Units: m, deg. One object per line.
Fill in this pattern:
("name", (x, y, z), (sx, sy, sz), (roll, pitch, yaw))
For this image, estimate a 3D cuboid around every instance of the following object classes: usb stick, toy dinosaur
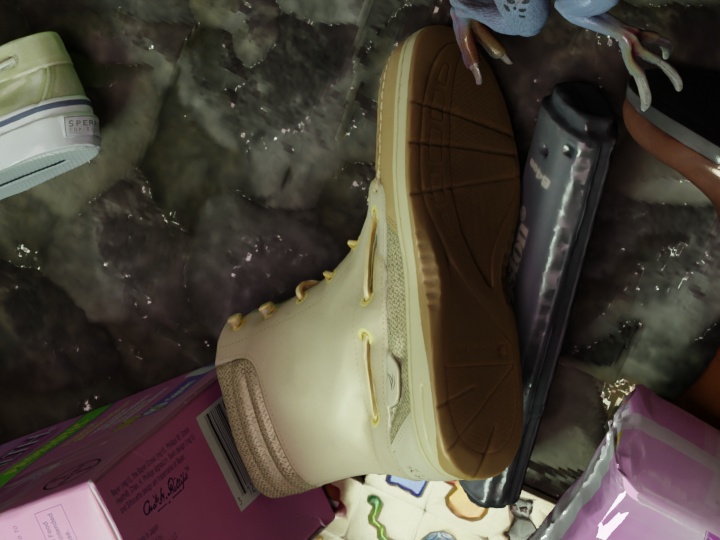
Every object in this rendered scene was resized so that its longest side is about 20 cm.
("usb stick", (0.077, 0.014, 1.171), (0.032, 0.056, 0.201), (7, 116, -13))
("toy dinosaur", (0.085, -0.118, 1.053), (0.198, 0.181, 0.106), (-1, 90, -24))

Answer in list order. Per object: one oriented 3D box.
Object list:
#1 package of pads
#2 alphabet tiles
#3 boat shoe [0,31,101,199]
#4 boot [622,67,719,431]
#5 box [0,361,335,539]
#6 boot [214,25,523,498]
("package of pads", (0.171, 0.148, 1.138), (0.199, 0.076, 0.121), (29, 127, -4))
("alphabet tiles", (0.047, 0.171, 1.270), (0.199, 0.008, 0.168), (24, 117, 11))
("boat shoe", (-0.212, -0.057, 1.254), (0.199, 0.072, 0.063), (-18, 79, 22))
("boot", (0.161, 0.028, 1.153), (0.187, 0.069, 0.201), (29, 125, -1))
("box", (-0.143, 0.136, 1.229), (0.199, 0.176, 0.097), (-22, 98, 28))
("boot", (0.000, 0.000, 1.178), (0.155, 0.072, 0.202), (-12, 79, 48))
